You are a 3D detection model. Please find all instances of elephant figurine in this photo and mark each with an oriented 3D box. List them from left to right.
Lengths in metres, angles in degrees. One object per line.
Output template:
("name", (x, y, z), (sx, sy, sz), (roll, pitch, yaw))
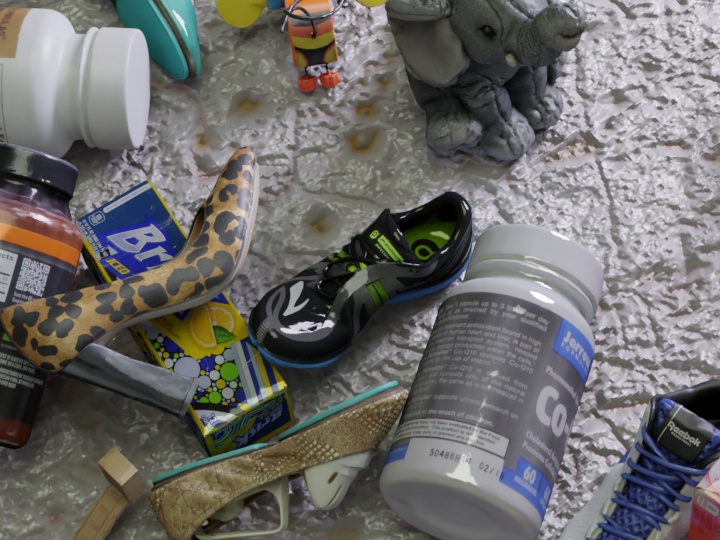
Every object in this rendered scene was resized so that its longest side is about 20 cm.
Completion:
("elephant figurine", (0.092, -0.182, 1.452), (0.153, 0.201, 0.143), (6, 63, 8))

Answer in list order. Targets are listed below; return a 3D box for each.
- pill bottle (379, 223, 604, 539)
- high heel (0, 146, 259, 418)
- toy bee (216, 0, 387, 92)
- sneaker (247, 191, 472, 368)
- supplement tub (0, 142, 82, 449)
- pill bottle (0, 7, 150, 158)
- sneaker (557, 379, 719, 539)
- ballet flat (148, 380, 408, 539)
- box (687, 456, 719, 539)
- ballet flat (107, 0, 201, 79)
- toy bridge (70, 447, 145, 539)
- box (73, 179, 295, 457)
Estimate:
("pill bottle", (0.094, 0.077, 1.364), (0.113, 0.114, 0.201), (15, 64, 12))
("high heel", (-0.152, -0.015, 1.365), (0.141, 0.071, 0.202), (21, 72, -8))
("toy bee", (-0.047, -0.198, 1.541), (0.130, 0.110, 0.201), (5, 37, 16))
("sneaker", (0.001, 0.000, 1.409), (0.199, 0.083, 0.071), (-30, 63, -28))
("supplement tub", (-0.255, 0.016, 1.400), (0.106, 0.107, 0.202), (13, 82, 11))
("pill bottle", (-0.262, -0.139, 1.506), (0.198, 0.115, 0.115), (2, 62, 6))
("sneaker", (0.190, 0.141, 1.321), (0.080, 0.115, 0.200), (33, 69, 21))
("ballet flat", (-0.048, 0.138, 1.355), (0.199, 0.070, 0.066), (-25, 79, 19))
("box", (0.268, 0.164, 1.255), (0.094, 0.201, 0.103), (33, 68, 22))
("ballet flat", (-0.174, -0.231, 1.579), (0.070, 0.068, 0.200), (-35, 66, -29))
("toy bridge", (-0.220, 0.209, 1.345), (0.027, 0.067, 0.200), (36, 72, 21))
("box", (-0.127, 0.037, 1.431), (0.070, 0.064, 0.201), (-30, 65, -12))
